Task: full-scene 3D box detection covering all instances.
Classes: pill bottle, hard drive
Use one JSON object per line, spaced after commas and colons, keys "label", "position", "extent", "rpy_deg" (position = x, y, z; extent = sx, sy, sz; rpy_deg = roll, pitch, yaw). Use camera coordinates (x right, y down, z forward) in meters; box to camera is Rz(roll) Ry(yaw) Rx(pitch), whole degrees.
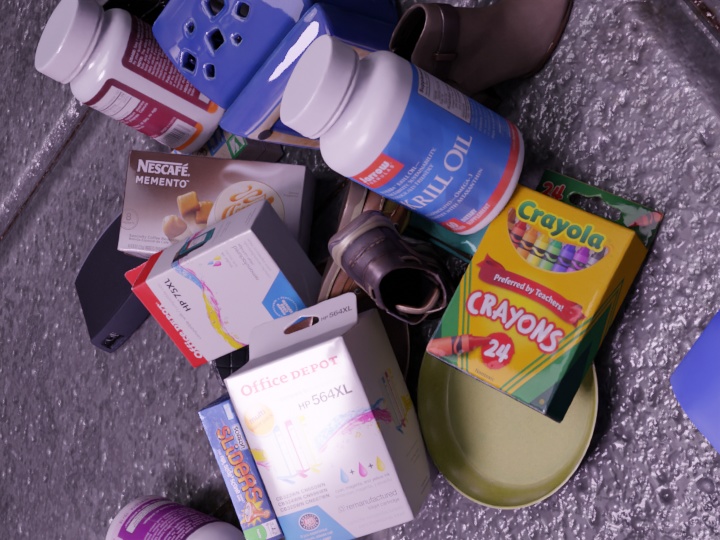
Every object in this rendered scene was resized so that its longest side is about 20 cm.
{"label": "pill bottle", "position": [0.034, -0.119, 0.933], "extent": [0.112, 0.199, 0.113], "rpy_deg": [-45, 32, 38]}
{"label": "hard drive", "position": [-0.311, 0.004, 1.416], "extent": [0.200, 0.042, 0.136], "rpy_deg": [-45, 55, 35]}
{"label": "pill bottle", "position": [-0.257, -0.224, 1.224], "extent": [0.114, 0.199, 0.115], "rpy_deg": [-31, 45, 38]}
{"label": "pill bottle", "position": [-0.190, 0.328, 1.210], "extent": [0.199, 0.112, 0.114], "rpy_deg": [7, 88, 44]}

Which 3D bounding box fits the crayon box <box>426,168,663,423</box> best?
{"label": "crayon box", "position": [0.158, 0.011, 0.930], "extent": [0.126, 0.051, 0.201], "rpy_deg": [25, 86, 33]}

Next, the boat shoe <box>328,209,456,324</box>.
{"label": "boat shoe", "position": [0.039, 0.016, 0.975], "extent": [0.074, 0.200, 0.074], "rpy_deg": [-41, 59, 13]}

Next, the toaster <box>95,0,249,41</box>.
{"label": "toaster", "position": [-0.234, -0.317, 1.309], "extent": [0.180, 0.199, 0.120], "rpy_deg": [-28, 54, 38]}

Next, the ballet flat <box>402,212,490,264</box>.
{"label": "ballet flat", "position": [0.076, -0.054, 1.055], "extent": [0.199, 0.067, 0.071], "rpy_deg": [25, 88, 39]}

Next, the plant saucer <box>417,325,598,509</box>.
{"label": "plant saucer", "position": [0.137, 0.115, 0.988], "extent": [0.199, 0.031, 0.202], "rpy_deg": [-9, 77, 42]}

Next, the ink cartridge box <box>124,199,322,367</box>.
{"label": "ink cartridge box", "position": [-0.153, 0.023, 1.131], "extent": [0.199, 0.117, 0.067], "rpy_deg": [-25, 24, 25]}

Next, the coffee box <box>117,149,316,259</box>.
{"label": "coffee box", "position": [-0.156, -0.063, 1.193], "extent": [0.198, 0.080, 0.116], "rpy_deg": [7, 86, 7]}

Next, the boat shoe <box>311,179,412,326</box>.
{"label": "boat shoe", "position": [0.000, 0.000, 1.046], "extent": [0.201, 0.067, 0.072], "rpy_deg": [109, 174, -45]}

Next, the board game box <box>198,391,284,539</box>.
{"label": "board game box", "position": [-0.100, 0.181, 1.074], "extent": [0.034, 0.200, 0.137], "rpy_deg": [-21, 90, 5]}

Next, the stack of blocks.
{"label": "stack of blocks", "position": [-0.181, -0.106, 1.306], "extent": [0.200, 0.058, 0.116], "rpy_deg": [-42, 57, 31]}

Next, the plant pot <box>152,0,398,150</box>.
{"label": "plant pot", "position": [-0.066, -0.241, 1.131], "extent": [0.200, 0.199, 0.181], "rpy_deg": [-45, 63, 29]}

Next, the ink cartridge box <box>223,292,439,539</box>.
{"label": "ink cartridge box", "position": [-0.029, 0.135, 1.008], "extent": [0.128, 0.125, 0.202], "rpy_deg": [-21, 94, 17]}

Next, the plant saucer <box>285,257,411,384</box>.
{"label": "plant saucer", "position": [-0.014, 0.085, 1.132], "extent": [0.199, 0.036, 0.203], "rpy_deg": [-8, 79, 42]}

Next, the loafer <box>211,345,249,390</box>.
{"label": "loafer", "position": [-0.149, 0.046, 1.255], "extent": [0.072, 0.072, 0.202], "rpy_deg": [125, 144, -66]}

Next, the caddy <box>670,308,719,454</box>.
{"label": "caddy", "position": [0.315, 0.094, 0.746], "extent": [0.105, 0.141, 0.200], "rpy_deg": [-55, 52, 26]}

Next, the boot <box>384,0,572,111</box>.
{"label": "boot", "position": [0.101, -0.216, 0.993], "extent": [0.070, 0.145, 0.201], "rpy_deg": [46, 114, 40]}
